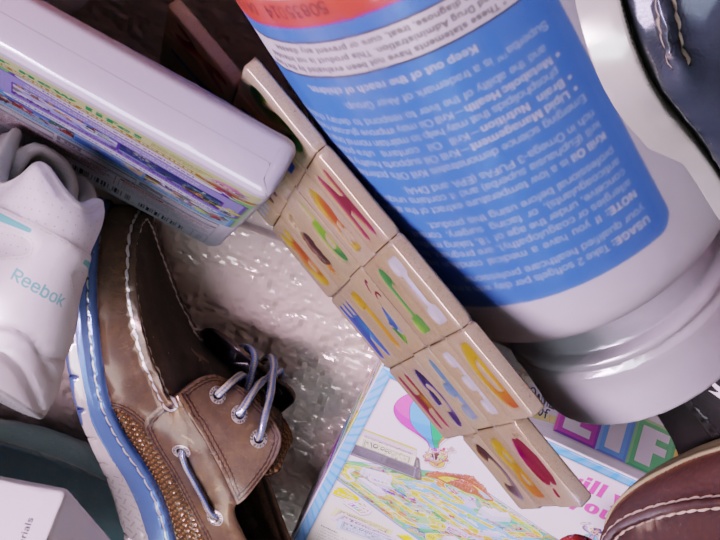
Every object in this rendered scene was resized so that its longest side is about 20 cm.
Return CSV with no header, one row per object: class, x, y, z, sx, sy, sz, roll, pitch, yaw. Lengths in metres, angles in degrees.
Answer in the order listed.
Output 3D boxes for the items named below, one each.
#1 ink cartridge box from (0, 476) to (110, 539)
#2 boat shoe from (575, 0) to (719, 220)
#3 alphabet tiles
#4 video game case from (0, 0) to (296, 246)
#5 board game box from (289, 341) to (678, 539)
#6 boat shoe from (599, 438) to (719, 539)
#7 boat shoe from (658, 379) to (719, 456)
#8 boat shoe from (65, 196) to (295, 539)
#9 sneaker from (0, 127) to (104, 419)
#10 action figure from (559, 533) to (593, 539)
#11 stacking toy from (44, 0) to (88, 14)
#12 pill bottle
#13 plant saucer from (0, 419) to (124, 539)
ink cartridge box,-0.192,0.134,0.892,0.199,0.085,0.146,8,153,21
boat shoe,0.120,-0.057,0.619,0.062,0.075,0.200,-13,158,24
alphabet tiles,0.000,0.000,0.726,0.200,0.006,0.166,50,170,0
video game case,-0.121,-0.070,0.726,0.200,0.022,0.182,29,172,-6
board game box,0.083,0.104,0.871,0.199,0.034,0.135,25,138,-1
boat shoe,0.145,0.095,0.687,0.200,0.072,0.072,-3,107,44
boat shoe,0.145,0.090,0.774,0.202,0.063,0.074,53,176,-8
boat shoe,-0.062,0.059,0.861,0.072,0.072,0.201,-6,120,11
sneaker,-0.128,-0.009,0.788,0.070,0.080,0.200,28,180,-23
action figure,0.143,0.159,0.827,0.052,0.066,0.200,-38,112,26
stacking toy,-0.111,-0.137,0.666,0.146,0.147,0.200,16,152,9
pill bottle,0.048,-0.049,0.675,0.112,0.112,0.200,-11,126,32
plant saucer,-0.145,0.127,0.990,0.199,0.036,0.200,11,137,11
